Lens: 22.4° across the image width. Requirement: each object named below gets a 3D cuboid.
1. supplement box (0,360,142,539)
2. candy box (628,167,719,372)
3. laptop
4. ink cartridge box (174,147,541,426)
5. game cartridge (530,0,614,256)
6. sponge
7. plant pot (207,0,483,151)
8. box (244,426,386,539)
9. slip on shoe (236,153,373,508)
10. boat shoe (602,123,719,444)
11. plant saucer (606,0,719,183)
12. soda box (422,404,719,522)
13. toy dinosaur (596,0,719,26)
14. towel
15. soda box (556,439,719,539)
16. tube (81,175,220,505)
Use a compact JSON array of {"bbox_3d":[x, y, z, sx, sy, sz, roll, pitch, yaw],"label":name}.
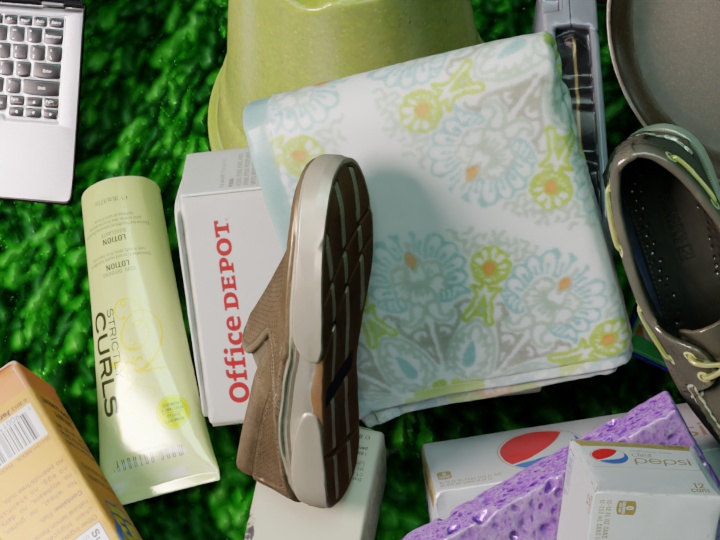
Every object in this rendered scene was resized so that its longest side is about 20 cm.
[{"bbox_3d":[-0.165,0.152,1.033,0.069,0.067,0.201,-34,67,0],"label":"supplement box"},{"bbox_3d":[0.269,0.023,1.035,0.199,0.078,0.169,23,31,15],"label":"candy box"},{"bbox_3d":[-0.275,-0.147,1.124,0.185,0.116,0.202,5,93,6],"label":"laptop"},{"bbox_3d":[0.000,0.000,1.056,0.198,0.148,0.083,-5,23,0],"label":"ink cartridge box"},{"bbox_3d":[0.123,-0.060,1.093,0.040,0.134,0.202,1,68,-4],"label":"game cartridge"},{"bbox_3d":[0.105,0.159,0.969,0.199,0.112,0.030,-29,19,5],"label":"sponge"},{"bbox_3d":[-0.005,-0.152,1.108,0.198,0.185,0.202,-1,57,2],"label":"plant pot"},{"bbox_3d":[-0.035,0.189,1.007,0.068,0.082,0.202,9,63,7],"label":"box"},{"bbox_3d":[-0.033,0.032,0.944,0.060,0.202,0.076,13,35,19],"label":"slip on shoe"},{"bbox_3d":[0.181,0.023,0.940,0.072,0.060,0.203,-24,92,22],"label":"boat shoe"},{"bbox_3d":[0.240,-0.146,1.066,0.198,0.032,0.202,0,90,-3],"label":"plant saucer"},{"bbox_3d":[0.137,0.124,1.021,0.198,0.064,0.068,-9,18,-2],"label":"soda box"},{"bbox_3d":[0.236,-0.146,1.124,0.135,0.199,0.086,30,92,57],"label":"toy dinosaur"},{"bbox_3d":[0.045,-0.018,0.969,0.170,0.201,0.048,-13,26,13],"label":"towel"},{"bbox_3d":[0.133,0.191,0.934,0.067,0.202,0.064,3,19,-6],"label":"soda box"},{"bbox_3d":[-0.134,0.041,1.105,0.052,0.058,0.202,6,63,-34],"label":"tube"}]
